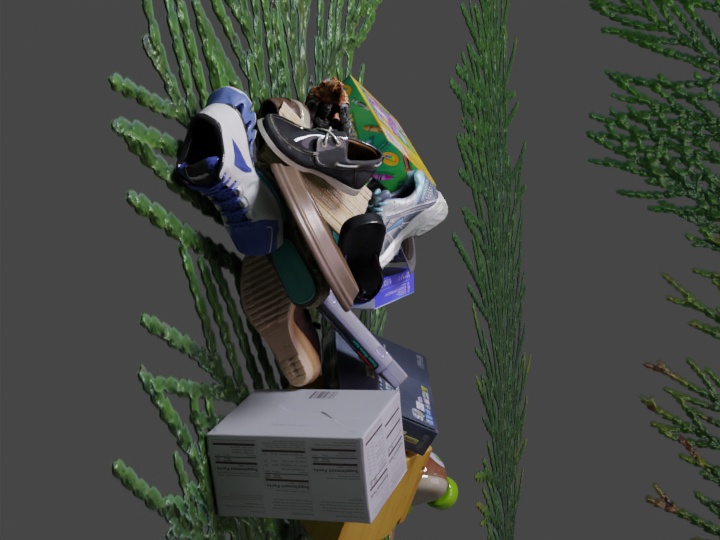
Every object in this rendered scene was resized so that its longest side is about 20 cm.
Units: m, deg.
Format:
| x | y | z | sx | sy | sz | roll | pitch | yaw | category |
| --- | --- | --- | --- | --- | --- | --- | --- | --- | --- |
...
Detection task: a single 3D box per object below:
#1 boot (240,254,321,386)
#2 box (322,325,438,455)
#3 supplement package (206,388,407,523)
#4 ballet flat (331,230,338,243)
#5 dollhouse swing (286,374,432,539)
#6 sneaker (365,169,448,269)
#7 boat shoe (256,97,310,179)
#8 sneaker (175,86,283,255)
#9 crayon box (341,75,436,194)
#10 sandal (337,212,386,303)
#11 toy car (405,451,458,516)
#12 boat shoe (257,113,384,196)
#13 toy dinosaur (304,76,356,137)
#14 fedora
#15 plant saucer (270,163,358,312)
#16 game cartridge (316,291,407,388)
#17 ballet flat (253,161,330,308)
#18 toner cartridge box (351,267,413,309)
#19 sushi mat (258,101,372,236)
| x | y | z | sx | sy | sz | roll | pitch | yaw | category |
| --- | --- | --- | --- | --- | --- | --- | --- | --- | --- |
| -0.103 | 0.052 | 1.588 | 0.166 | 0.072 | 0.201 | -77 | 149 | -80 | boot |
| 0.025 | 0.163 | 1.708 | 0.051 | 0.157 | 0.200 | -60 | -165 | 23 | box |
| -0.061 | 0.223 | 1.464 | 0.156 | 0.199 | 0.112 | -39 | 126 | -66 | supplement package |
| -0.060 | -0.053 | 1.675 | 0.200 | 0.068 | 0.068 | 32 | 61 | -69 | ballet flat |
| -0.031 | 0.269 | 1.679 | 0.200 | 0.175 | 0.183 | -12 | 126 | -58 | dollhouse swing |
| 0.025 | -0.067 | 1.667 | 0.200 | 0.078 | 0.087 | -39 | 119 | -17 | sneaker |
| -0.109 | -0.127 | 1.558 | 0.075 | 0.074 | 0.204 | 12 | 72 | -56 | boat shoe |
| -0.163 | -0.104 | 1.392 | 0.115 | 0.080 | 0.200 | -45 | 125 | -58 | sneaker |
| 0.027 | -0.190 | 1.760 | 0.119 | 0.058 | 0.200 | 40 | 16 | -38 | crayon box |
| -0.001 | 0.000 | 1.568 | 0.201 | 0.075 | 0.048 | 91 | -17 | -59 | sandal |
| 0.056 | 0.274 | 1.903 | 0.164 | 0.157 | 0.201 | 38 | 42 | -53 | toy car |
| -0.050 | -0.158 | 1.496 | 0.200 | 0.068 | 0.072 | 22 | 37 | -47 | boat shoe |
| -0.053 | -0.210 | 1.648 | 0.200 | 0.102 | 0.137 | 56 | 36 | -70 | toy dinosaur |
| 0.021 | -0.070 | 1.843 | 0.200 | 0.090 | 0.178 | -80 | 151 | -67 | fedora |
| -0.052 | -0.044 | 1.442 | 0.201 | 0.029 | 0.200 | 62 | 2 | -3 | plant saucer |
| -0.022 | 0.070 | 1.598 | 0.200 | 0.038 | 0.130 | 49 | 0 | -11 | game cartridge |
| -0.097 | -0.044 | 1.490 | 0.201 | 0.068 | 0.075 | 61 | 20 | 4 | ballet flat |
| 0.010 | 0.026 | 1.835 | 0.200 | 0.094 | 0.043 | -18 | 106 | -69 | toner cartridge box |
| -0.055 | -0.123 | 1.558 | 0.200 | 0.012 | 0.096 | 44 | 48 | -36 | sushi mat |
